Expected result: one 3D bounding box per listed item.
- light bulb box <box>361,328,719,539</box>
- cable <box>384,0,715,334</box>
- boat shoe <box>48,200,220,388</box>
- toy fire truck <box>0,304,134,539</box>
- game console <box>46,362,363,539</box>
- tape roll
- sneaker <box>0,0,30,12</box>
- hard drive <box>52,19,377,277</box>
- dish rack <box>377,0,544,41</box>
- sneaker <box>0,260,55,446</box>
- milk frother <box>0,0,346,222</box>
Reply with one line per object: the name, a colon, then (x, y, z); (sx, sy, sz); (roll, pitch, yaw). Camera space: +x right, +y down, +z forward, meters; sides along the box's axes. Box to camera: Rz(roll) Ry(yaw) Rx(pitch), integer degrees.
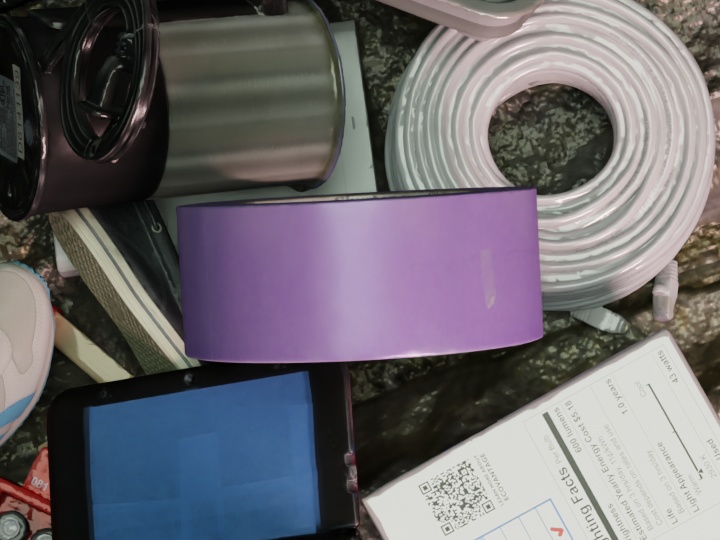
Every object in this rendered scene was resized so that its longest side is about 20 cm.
light bulb box: (0.135, 0.169, 1.389); (0.200, 0.125, 0.198); (-29, 81, 0)
cable: (0.113, -0.075, 1.455); (0.200, 0.069, 0.200); (14, 83, 6)
boat shoe: (-0.107, 0.029, 1.441); (0.062, 0.075, 0.200); (-36, 97, -23)
toy fire truck: (-0.163, 0.109, 1.455); (0.200, 0.049, 0.141); (25, 84, 7)
game console: (-0.109, 0.139, 1.337); (0.200, 0.172, 0.119); (-11, 106, 24)
tape roll: (0.000, 0.000, 1.337); (0.200, 0.200, 0.085); (-2, 94, 3)
sneaker: (-0.248, -0.162, 1.500); (0.200, 0.060, 0.104); (4, 87, 4)
hard drive: (-0.093, -0.075, 1.491); (0.200, 0.026, 0.132); (-8, 81, 2)
dish rack: (0.054, -0.209, 1.445); (0.171, 0.044, 0.200); (22, 45, 16)
sneaker: (-0.243, 0.079, 1.397); (0.076, 0.081, 0.200); (29, 76, 9)
milk frother: (-0.094, -0.100, 1.339); (0.188, 0.200, 0.181); (-8, 124, -26)
